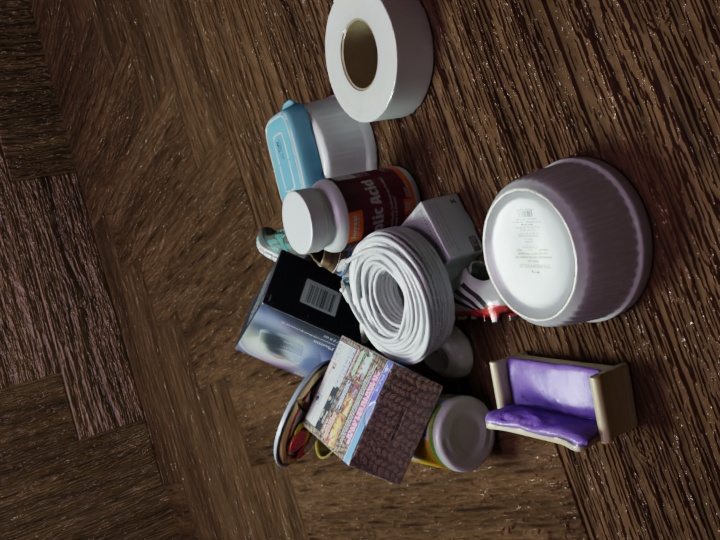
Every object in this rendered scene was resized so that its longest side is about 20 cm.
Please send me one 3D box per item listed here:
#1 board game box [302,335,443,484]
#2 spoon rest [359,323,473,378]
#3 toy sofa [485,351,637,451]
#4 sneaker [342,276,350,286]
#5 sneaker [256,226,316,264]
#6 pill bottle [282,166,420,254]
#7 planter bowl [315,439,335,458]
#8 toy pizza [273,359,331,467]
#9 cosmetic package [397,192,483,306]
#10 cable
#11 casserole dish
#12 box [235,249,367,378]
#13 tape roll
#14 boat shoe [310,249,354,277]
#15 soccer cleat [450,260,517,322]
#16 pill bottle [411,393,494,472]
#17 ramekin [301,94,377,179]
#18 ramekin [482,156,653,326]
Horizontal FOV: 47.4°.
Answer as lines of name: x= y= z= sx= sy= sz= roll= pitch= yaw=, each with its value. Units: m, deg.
board game box: x=0.013 y=0.210 z=1.271 sx=0.161 sy=0.096 sz=0.200 roll=-65 pitch=25 yaw=-3
spoon rest: x=0.094 y=0.111 z=1.304 sx=0.198 sy=0.060 sz=0.101 roll=15 pitch=124 yaw=33
toy sofa: x=0.244 y=0.161 z=1.046 sx=0.199 sy=0.097 sz=0.084 roll=0 pitch=103 yaw=60
sneaker: x=0.000 y=0.000 z=1.403 sx=0.201 sy=0.085 sz=0.078 roll=53 pitch=142 yaw=35
sneaker: x=-0.130 y=-0.052 z=1.557 sx=0.200 sy=0.077 sz=0.092 roll=36 pitch=113 yaw=47
pill bottle: x=-0.014 y=-0.092 z=1.276 sx=0.114 sy=0.198 sz=0.116 roll=31 pitch=128 yaw=50
planter bowl: x=-0.006 y=0.253 z=1.485 sx=0.200 sy=0.083 sz=0.203 roll=-159 pitch=90 yaw=-76
toy pizza: x=-0.082 y=0.247 z=1.400 sx=0.031 sy=0.200 sz=0.202 roll=24 pitch=128 yaw=19
cosmetic package: x=0.096 y=-0.020 z=1.248 sx=0.103 sy=0.073 sz=0.200 roll=64 pitch=149 yaw=18
cable: x=0.057 y=0.037 z=1.203 sx=0.202 sy=0.069 sz=0.200 roll=65 pitch=147 yaw=13
casserole dish: x=-0.113 y=-0.184 z=1.376 sx=0.121 sy=0.038 sz=0.203 roll=-14 pitch=89 yaw=60
box: x=-0.097 y=0.095 z=1.475 sx=0.199 sy=0.198 sz=0.124 roll=128 pitch=164 yaw=-55
tape roll: x=0.025 y=-0.331 z=1.243 sx=0.202 sy=0.070 sz=0.205 roll=32 pitch=129 yaw=51
boat shoe: x=-0.068 y=-0.060 z=1.407 sx=0.200 sy=0.072 sz=0.073 roll=47 pitch=119 yaw=55
soccer cleat: x=0.155 y=0.029 z=1.182 sx=0.199 sy=0.068 sz=0.087 roll=-2 pitch=89 yaw=59
pill bottle: x=0.110 y=0.249 z=1.293 sx=0.199 sy=0.110 sz=0.113 roll=-9 pitch=95 yaw=60
ramekin: x=-0.063 y=-0.199 z=1.419 sx=0.200 sy=0.097 sz=0.203 roll=30 pitch=126 yaw=52
ramekin: x=0.235 y=-0.028 z=0.977 sx=0.200 sy=0.104 sz=0.203 roll=32 pitch=128 yaw=51
